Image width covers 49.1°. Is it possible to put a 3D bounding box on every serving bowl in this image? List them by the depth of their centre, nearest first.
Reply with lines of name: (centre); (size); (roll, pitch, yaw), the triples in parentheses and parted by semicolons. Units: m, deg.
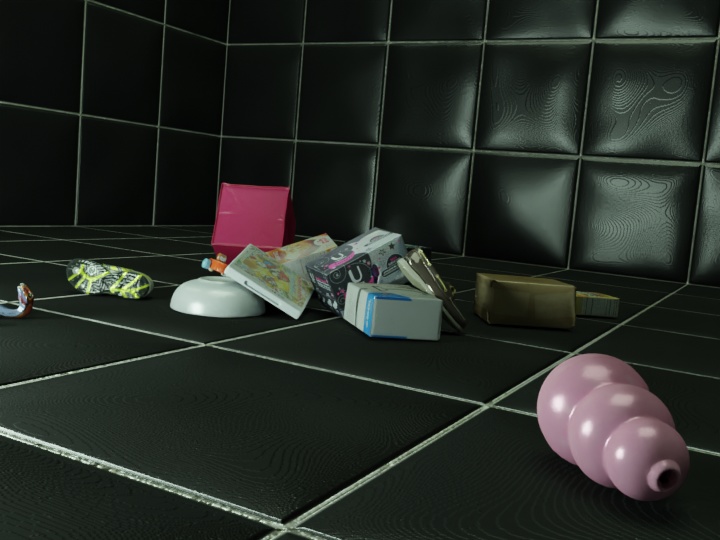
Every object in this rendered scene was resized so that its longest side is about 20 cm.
serving bowl: (-0.300, 0.050, 1.674); (0.199, 0.066, 0.200); (4, 6, 0)

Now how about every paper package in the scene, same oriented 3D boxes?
paper package: (0.382, 0.070, 1.862); (0.199, 0.104, 0.191); (4, 5, -5)

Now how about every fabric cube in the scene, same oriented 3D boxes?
fabric cube: (-0.294, -0.108, 2.207); (0.196, 0.201, 0.199); (4, -25, 3)

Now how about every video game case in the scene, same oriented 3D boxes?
video game case: (-0.191, 0.020, 1.718); (0.182, 0.023, 0.200); (33, 16, -4)

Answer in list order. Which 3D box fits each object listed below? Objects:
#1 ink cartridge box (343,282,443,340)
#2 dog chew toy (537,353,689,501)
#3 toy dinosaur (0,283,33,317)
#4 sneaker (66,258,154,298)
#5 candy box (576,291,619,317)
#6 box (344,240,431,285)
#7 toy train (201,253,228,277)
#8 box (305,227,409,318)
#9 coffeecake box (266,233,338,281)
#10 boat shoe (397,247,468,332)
ink cartridge box: (0.062, 0.079, 1.595); (0.146, 0.085, 0.200); (4, 7, -17)
dog chew toy: (0.264, 0.165, 0.813); (0.124, 0.125, 0.200); (4, 13, -11)
toy dinosaur: (-0.678, 0.042, 1.386); (0.181, 0.105, 0.200); (25, -19, -34)
sneaker: (-0.554, 0.024, 1.747); (0.199, 0.076, 0.076); (16, 0, 6)
candy box: (0.565, 0.085, 2.086); (0.199, 0.055, 0.115); (3, 6, -11)
box: (0.080, -0.023, 2.420); (0.200, 0.124, 0.196); (9, 6, 37)
toy train: (-0.256, 0.009, 1.819); (0.200, 0.056, 0.150); (26, -6, -30)
box: (0.000, 0.000, 1.758); (0.200, 0.115, 0.132); (-30, 21, -19)
coffeecake box: (-0.158, -0.019, 2.015); (0.199, 0.073, 0.154); (-18, 18, -9)
boat shoe: (0.161, 0.040, 1.645); (0.059, 0.200, 0.072); (-39, -10, -8)
